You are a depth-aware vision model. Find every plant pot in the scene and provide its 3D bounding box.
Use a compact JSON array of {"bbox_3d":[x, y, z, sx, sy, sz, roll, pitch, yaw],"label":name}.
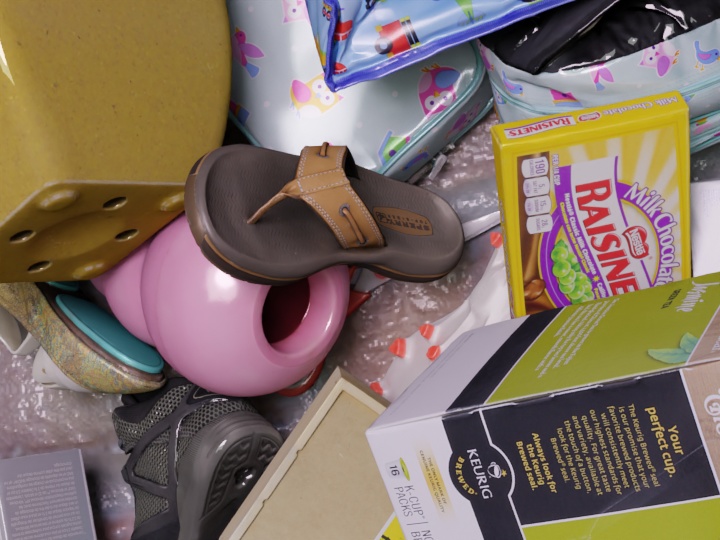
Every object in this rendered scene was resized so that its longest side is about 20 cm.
[{"bbox_3d":[-0.184,-0.104,0.808,0.194,0.195,0.202,-33,72,35],"label":"plant pot"}]

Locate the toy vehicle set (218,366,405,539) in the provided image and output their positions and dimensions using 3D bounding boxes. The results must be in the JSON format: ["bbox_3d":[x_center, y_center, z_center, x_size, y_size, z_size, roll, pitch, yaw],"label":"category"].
[{"bbox_3d":[0.032,0.164,0.861,0.199,0.027,0.125,36,95,-9],"label":"toy vehicle set"}]

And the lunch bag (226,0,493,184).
[{"bbox_3d":[-0.013,-0.140,0.911,0.160,0.077,0.201,-40,77,7],"label":"lunch bag"}]

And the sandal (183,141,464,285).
[{"bbox_3d":[-0.009,-0.034,0.804,0.055,0.199,0.082,-39,56,40],"label":"sandal"}]

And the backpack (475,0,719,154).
[{"bbox_3d":[0.164,-0.136,0.821,0.199,0.127,0.167,-26,36,0],"label":"backpack"}]

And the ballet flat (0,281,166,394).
[{"bbox_3d":[-0.193,0.035,0.935,0.200,0.071,0.071,40,97,35],"label":"ballet flat"}]

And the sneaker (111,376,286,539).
[{"bbox_3d":[-0.115,0.148,0.923,0.114,0.076,0.201,48,127,46],"label":"sneaker"}]

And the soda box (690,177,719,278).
[{"bbox_3d":[0.223,0.050,0.837,0.063,0.068,0.202,-4,84,16],"label":"soda box"}]

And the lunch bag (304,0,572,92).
[{"bbox_3d":[0.063,-0.187,0.792,0.198,0.151,0.095,-12,126,-1],"label":"lunch bag"}]

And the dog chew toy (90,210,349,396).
[{"bbox_3d":[-0.099,-0.001,0.891,0.199,0.124,0.126,19,91,45],"label":"dog chew toy"}]

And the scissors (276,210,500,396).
[{"bbox_3d":[0.000,0.000,0.929,0.200,0.014,0.073,-40,75,10],"label":"scissors"}]

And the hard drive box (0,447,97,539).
[{"bbox_3d":[-0.234,0.225,0.920,0.155,0.077,0.202,-16,81,33],"label":"hard drive box"}]

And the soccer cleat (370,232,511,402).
[{"bbox_3d":[0.081,0.039,0.881,0.201,0.077,0.069,-53,38,19],"label":"soccer cleat"}]

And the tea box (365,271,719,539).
[{"bbox_3d":[0.140,0.126,0.743,0.195,0.134,0.202,-13,103,31],"label":"tea box"}]

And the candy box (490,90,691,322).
[{"bbox_3d":[0.131,0.003,0.814,0.101,0.026,0.202,-13,124,-4],"label":"candy box"}]
